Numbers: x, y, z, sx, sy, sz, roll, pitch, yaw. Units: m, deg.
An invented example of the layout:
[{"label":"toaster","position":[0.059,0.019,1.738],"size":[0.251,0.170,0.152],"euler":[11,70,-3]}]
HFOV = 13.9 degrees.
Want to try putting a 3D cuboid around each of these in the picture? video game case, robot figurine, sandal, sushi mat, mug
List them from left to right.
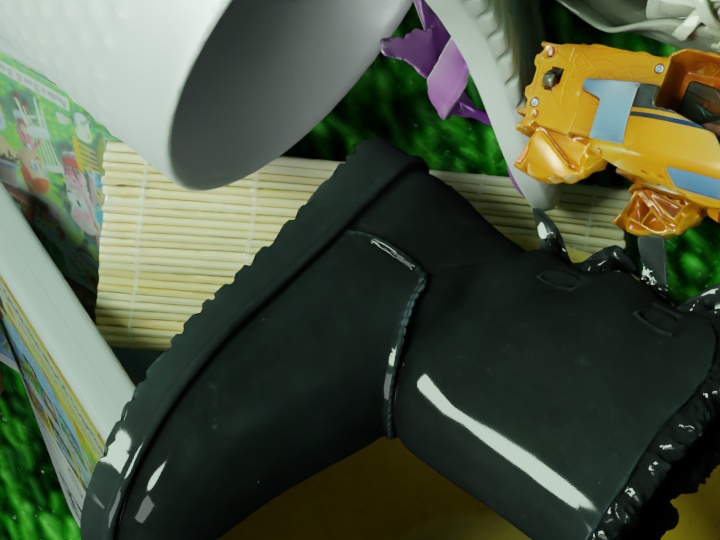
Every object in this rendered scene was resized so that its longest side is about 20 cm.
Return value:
[{"label":"video game case","position":[-0.138,-0.026,1.230],"size":[0.200,0.022,0.182],"euler":[29,138,38]},{"label":"video game case","position":[-0.094,0.082,1.153],"size":[0.200,0.023,0.182],"euler":[52,162,49]},{"label":"mug","position":[-0.077,-0.129,1.064],"size":[0.175,0.148,0.200],"euler":[40,168,17]},{"label":"sushi mat","position":[0.000,0.000,1.113],"size":[0.200,0.012,0.096],"euler":[5,123,1]},{"label":"sandal","position":[0.030,-0.091,1.007],"size":[0.050,0.083,0.203],"euler":[-7,147,14]},{"label":"robot figurine","position":[0.157,-0.026,0.967],"size":[0.200,0.058,0.145],"euler":[17,176,37]}]

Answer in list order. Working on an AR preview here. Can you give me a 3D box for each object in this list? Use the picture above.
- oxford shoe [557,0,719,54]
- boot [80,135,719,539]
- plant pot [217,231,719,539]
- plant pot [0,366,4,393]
[{"label":"oxford shoe","position":[0.134,-0.091,0.976],"size":[0.200,0.058,0.075],"euler":[24,132,20]},{"label":"boot","position":[0.024,0.054,0.990],"size":[0.162,0.198,0.073],"euler":[31,152,19]},{"label":"plant pot","position":[0.043,0.107,1.081],"size":[0.200,0.200,0.142],"euler":[28,156,18]},{"label":"plant pot","position":[-0.235,-0.012,1.191],"size":[0.186,0.186,0.200],"euler":[-24,99,46]}]
